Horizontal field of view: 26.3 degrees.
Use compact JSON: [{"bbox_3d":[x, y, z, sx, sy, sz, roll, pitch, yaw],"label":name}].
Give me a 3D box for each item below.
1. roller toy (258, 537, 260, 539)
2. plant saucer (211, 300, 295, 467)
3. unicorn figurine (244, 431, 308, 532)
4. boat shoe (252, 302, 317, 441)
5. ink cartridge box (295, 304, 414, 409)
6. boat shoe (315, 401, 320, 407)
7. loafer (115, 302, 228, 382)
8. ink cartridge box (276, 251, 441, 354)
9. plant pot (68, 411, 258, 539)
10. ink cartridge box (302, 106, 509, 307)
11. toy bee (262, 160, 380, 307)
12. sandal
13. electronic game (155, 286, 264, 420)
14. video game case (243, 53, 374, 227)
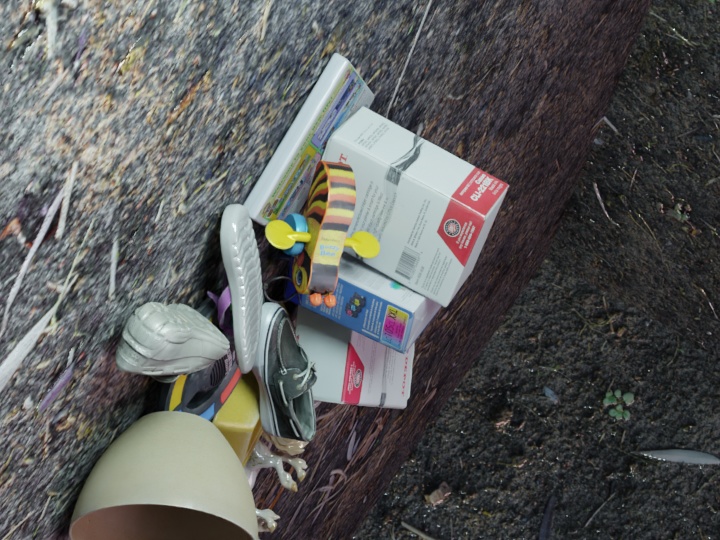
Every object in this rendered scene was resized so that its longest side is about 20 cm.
[{"bbox_3d":[-0.203,0.429,2.085,0.140,0.199,0.183,82,29,-70],"label":"roller toy"},{"bbox_3d":[-0.137,0.167,1.953,0.200,0.048,0.200,111,5,-57],"label":"plant saucer"},{"bbox_3d":[-0.161,0.288,2.034,0.200,0.137,0.074,-60,180,-15],"label":"unicorn figurine"},{"bbox_3d":[-0.083,0.121,1.833,0.072,0.071,0.200,-57,151,-42],"label":"boat shoe"},{"bbox_3d":[-0.006,0.100,1.988,0.200,0.083,0.146,16,80,-65],"label":"ink cartridge box"},{"bbox_3d":[-0.052,0.086,2.048,0.072,0.070,0.201,107,-4,-68],"label":"boat shoe"},{"bbox_3d":[-0.190,0.075,1.547,0.070,0.070,0.200,-51,163,6],"label":"loafer"},{"bbox_3d":[0.000,0.000,1.855,0.136,0.200,0.077,-48,159,-47],"label":"ink cartridge box"},{"bbox_3d":[-0.204,0.232,1.659,0.201,0.200,0.135,102,-7,-56],"label":"plant pot"},{"bbox_3d":[0.048,-0.074,1.774,0.084,0.200,0.145,-51,166,-49],"label":"ink cartridge box"},{"bbox_3d":[-0.040,-0.015,1.723,0.130,0.109,0.200,-12,132,-12],"label":"toy bee"},{"bbox_3d":[-0.137,0.016,1.648,0.083,0.050,0.203,-67,159,-56],"label":"sandal"},{"bbox_3d":[-0.168,0.101,1.744,0.200,0.042,0.200,-54,160,-29],"label":"electronic game"},{"bbox_3d":[-0.056,-0.134,1.729,0.200,0.022,0.182,-59,169,0],"label":"video game case"}]
